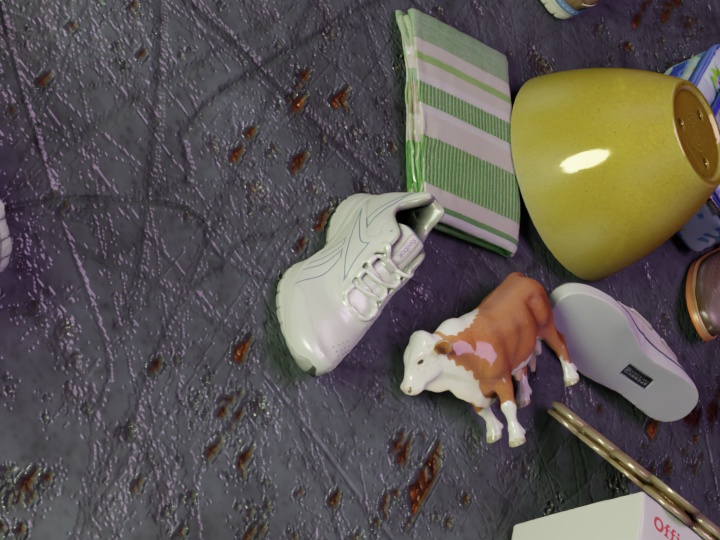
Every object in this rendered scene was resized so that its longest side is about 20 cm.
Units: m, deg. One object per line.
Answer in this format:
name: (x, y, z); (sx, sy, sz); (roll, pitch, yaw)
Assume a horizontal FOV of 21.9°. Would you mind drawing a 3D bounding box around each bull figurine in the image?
bull figurine: (0.111, 0.075, 1.553); (0.200, 0.065, 0.122); (-36, 107, -48)

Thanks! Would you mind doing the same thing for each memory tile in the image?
memory tile: (0.249, 0.184, 1.592); (0.153, 0.200, 0.017); (38, 91, -34)

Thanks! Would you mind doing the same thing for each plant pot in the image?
plant pot: (0.251, -0.105, 1.715); (0.200, 0.141, 0.202); (29, 53, -46)

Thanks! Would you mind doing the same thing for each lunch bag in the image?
lunch bag: (0.358, -0.129, 1.916); (0.161, 0.082, 0.200); (55, 40, -14)

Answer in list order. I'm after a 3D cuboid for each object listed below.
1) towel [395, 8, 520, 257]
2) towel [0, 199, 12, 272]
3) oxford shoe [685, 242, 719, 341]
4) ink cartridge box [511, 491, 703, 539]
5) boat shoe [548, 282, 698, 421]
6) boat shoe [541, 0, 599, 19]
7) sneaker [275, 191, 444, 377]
towel: (0.088, -0.121, 1.642); (0.152, 0.023, 0.202); (19, 59, -45)
towel: (-0.315, -0.063, 1.101); (0.165, 0.085, 0.201); (-26, 96, -49)
oxford shoe: (0.391, 0.003, 1.902); (0.072, 0.073, 0.200); (58, 41, -15)
ink cartridge box: (0.203, 0.309, 1.497); (0.147, 0.144, 0.201); (39, 48, -31)
boat shoe: (0.236, 0.063, 1.712); (0.200, 0.071, 0.070); (35, 23, -31)
boat shoe: (0.175, -0.338, 1.794); (0.200, 0.072, 0.073); (48, 44, -25)
sneaker: (0.000, 0.000, 1.437); (0.075, 0.087, 0.201); (51, 44, -25)
